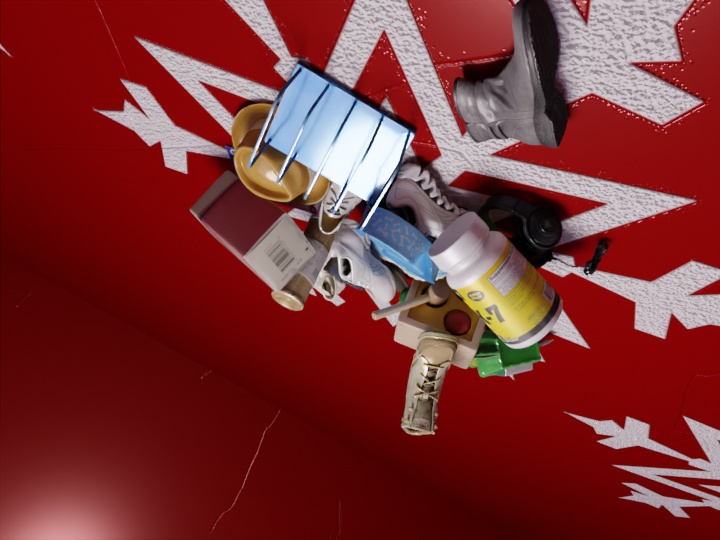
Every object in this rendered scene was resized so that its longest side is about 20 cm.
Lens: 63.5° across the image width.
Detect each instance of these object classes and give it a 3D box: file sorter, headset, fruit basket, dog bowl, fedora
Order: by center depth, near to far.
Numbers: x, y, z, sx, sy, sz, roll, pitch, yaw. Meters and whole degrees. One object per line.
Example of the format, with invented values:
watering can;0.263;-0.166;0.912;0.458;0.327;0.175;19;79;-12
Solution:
file sorter;-0.044;-0.174;0.842;0.198;0.123;0.139;29;126;-7
headset;0.280;-0.057;0.910;0.199;0.094;0.124;34;161;18
dog bowl;0.070;-0.041;0.951;0.111;0.050;0.200;31;178;34
fedora;-0.147;-0.177;0.978;0.198;0.082;0.202;19;138;17
fruit basket;0.277;0.178;1.229;0.183;0.095;0.200;-7;167;-26

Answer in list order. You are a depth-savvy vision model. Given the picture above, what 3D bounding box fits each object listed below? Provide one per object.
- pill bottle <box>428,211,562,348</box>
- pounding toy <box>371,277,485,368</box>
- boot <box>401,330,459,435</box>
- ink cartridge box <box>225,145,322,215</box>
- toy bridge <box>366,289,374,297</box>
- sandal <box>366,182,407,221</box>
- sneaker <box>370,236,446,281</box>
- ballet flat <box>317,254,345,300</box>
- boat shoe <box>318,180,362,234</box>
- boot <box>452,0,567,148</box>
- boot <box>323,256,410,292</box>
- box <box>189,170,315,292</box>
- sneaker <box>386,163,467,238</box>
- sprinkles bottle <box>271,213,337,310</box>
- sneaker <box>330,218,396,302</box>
pill bottle;0.205;0.014;0.892;0.200;0.115;0.114;44;150;-11
pounding toy;0.141;0.073;1.109;0.198;0.186;0.143;20;153;9
boot;0.118;0.201;1.016;0.071;0.157;0.201;14;154;1
ink cartridge box;-0.166;-0.171;1.104;0.198;0.037;0.095;20;153;15
toy bridge;-0.011;-0.002;1.282;0.067;0.027;0.200;4;147;40
sandal;0.046;-0.113;0.970;0.199;0.046;0.075;30;132;-32
sneaker;0.086;-0.046;1.065;0.197;0.079;0.090;17;149;15
ballet flat;-0.082;0.004;1.311;0.069;0.070;0.201;13;151;23
boat shoe;-0.035;-0.126;1.027;0.070;0.070;0.200;27;151;-8
boot;0.165;-0.223;0.691;0.130;0.070;0.201;13;147;34
boot;0.013;0.009;1.186;0.199;0.097;0.075;40;171;-25
box;-0.199;-0.074;1.071;0.199;0.109;0.128;35;168;37
sneaker;0.122;-0.081;0.944;0.199;0.082;0.075;39;164;-16
sprinkles bottle;-0.101;-0.024;1.123;0.067;0.202;0.069;19;153;10
sneaker;0.000;0.000;1.077;0.070;0.081;0.201;7;143;41
